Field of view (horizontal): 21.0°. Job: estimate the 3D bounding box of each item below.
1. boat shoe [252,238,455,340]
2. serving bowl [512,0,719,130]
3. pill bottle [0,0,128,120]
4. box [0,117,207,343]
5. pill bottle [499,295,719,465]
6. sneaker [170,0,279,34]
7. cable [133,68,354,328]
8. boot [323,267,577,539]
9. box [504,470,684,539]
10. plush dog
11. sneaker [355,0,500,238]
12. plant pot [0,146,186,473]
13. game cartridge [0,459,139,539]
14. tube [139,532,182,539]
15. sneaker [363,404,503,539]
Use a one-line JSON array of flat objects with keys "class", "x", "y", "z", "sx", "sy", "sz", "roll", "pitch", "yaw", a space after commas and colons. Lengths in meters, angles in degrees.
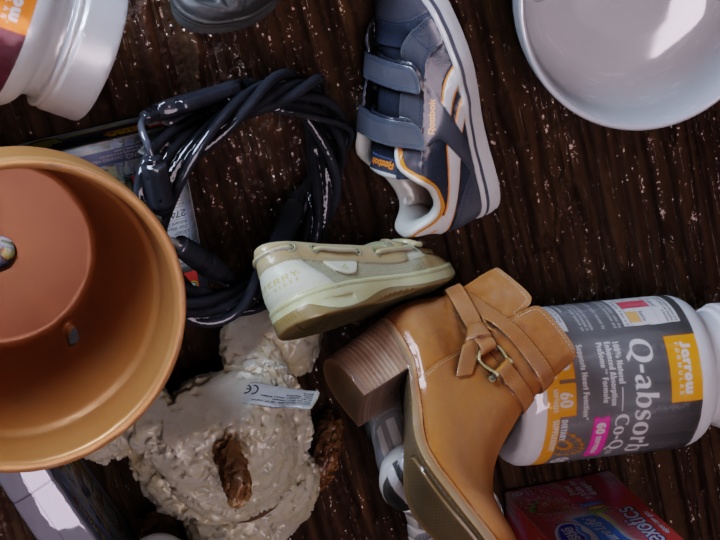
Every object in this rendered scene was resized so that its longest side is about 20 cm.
[{"class": "boat shoe", "x": -0.002, "y": 0.001, "z": 1.351, "sx": 0.073, "sy": 0.200, "sz": 0.063, "roll": -31, "pitch": 80, "yaw": 35}, {"class": "serving bowl", "x": 0.194, "y": -0.204, "z": 1.382, "sx": 0.199, "sy": 0.066, "sz": 0.201, "roll": -6, "pitch": 109, "yaw": -17}, {"class": "pill bottle", "x": -0.256, "y": -0.171, "z": 1.222, "sx": 0.199, "sy": 0.114, "sz": 0.115, "roll": 18, "pitch": 102, "yaw": -22}, {"class": "box", "x": -0.211, "y": -0.018, "z": 1.321, "sx": 0.199, "sy": 0.040, "sz": 0.137, "roll": -15, "pitch": 113, "yaw": -13}, {"class": "pill bottle", "x": 0.196, "y": 0.079, "z": 1.450, "sx": 0.199, "sy": 0.116, "sz": 0.117, "roll": -5, "pitch": 109, "yaw": -16}, {"class": "sneaker", "x": -0.035, "y": -0.230, "z": 1.278, "sx": 0.199, "sy": 0.060, "sz": 0.104, "roll": -23, "pitch": 157, "yaw": -15}, {"class": "cable", "x": -0.072, "y": -0.051, "z": 1.315, "sx": 0.200, "sy": 0.051, "sz": 0.164, "roll": -21, "pitch": 111, "yaw": -43}, {"class": "boot", "x": 0.089, "y": 0.097, "z": 1.323, "sx": 0.154, "sy": 0.074, "sz": 0.200, "roll": -28, "pitch": 73, "yaw": -24}, {"class": "box", "x": 0.187, "y": 0.240, "z": 1.455, "sx": 0.095, "sy": 0.200, "sz": 0.100, "roll": -10, "pitch": 111, "yaw": -16}, {"class": "plush dog", "x": -0.086, "y": 0.139, "z": 1.379, "sx": 0.199, "sy": 0.161, "sz": 0.172, "roll": -28, "pitch": 140, "yaw": -5}, {"class": "sneaker", "x": 0.037, "y": -0.113, "z": 1.352, "sx": 0.079, "sy": 0.078, "sz": 0.201, "roll": -28, "pitch": 116, "yaw": -20}, {"class": "plant pot", "x": -0.219, "y": 0.007, "z": 1.219, "sx": 0.199, "sy": 0.140, "sz": 0.201, "roll": -5, "pitch": 110, "yaw": -15}, {"class": "game cartridge", "x": -0.199, "y": 0.170, "z": 1.345, "sx": 0.041, "sy": 0.133, "sz": 0.200, "roll": -33, "pitch": 115, "yaw": -4}, {"class": "tube", "x": -0.102, "y": 0.229, "z": 1.371, "sx": 0.052, "sy": 0.058, "sz": 0.200, "roll": -37, "pitch": 155, "yaw": 5}, {"class": "sneaker", "x": 0.049, "y": 0.137, "z": 1.448, "sx": 0.075, "sy": 0.116, "sz": 0.200, "roll": -22, "pitch": 150, "yaw": 2}]
